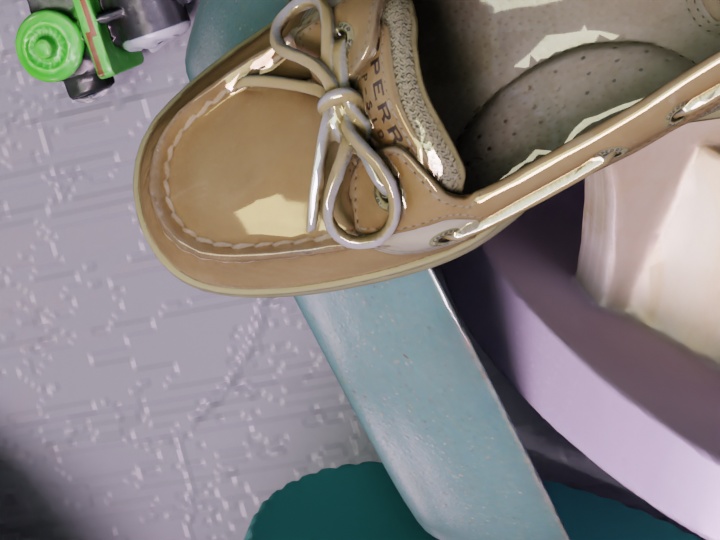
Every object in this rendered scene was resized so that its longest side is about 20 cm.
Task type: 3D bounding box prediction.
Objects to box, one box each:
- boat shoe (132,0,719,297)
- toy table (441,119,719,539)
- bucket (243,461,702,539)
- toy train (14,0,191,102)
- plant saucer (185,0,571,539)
[{"bbox_3d":[0.036,-0.048,0.682,0.200,0.063,0.074,-16,80,12],"label":"boat shoe"},{"bbox_3d":[0.107,-0.018,0.779,0.200,0.183,0.118,45,119,47],"label":"toy table"},{"bbox_3d":[0.037,0.153,0.845,0.206,0.207,0.135,24,112,18],"label":"bucket"},{"bbox_3d":[-0.101,-0.151,0.913,0.056,0.042,0.201,-16,98,18],"label":"toy train"},{"bbox_3d":[0.000,0.000,0.818,0.036,0.200,0.201,-28,92,1],"label":"plant saucer"}]
